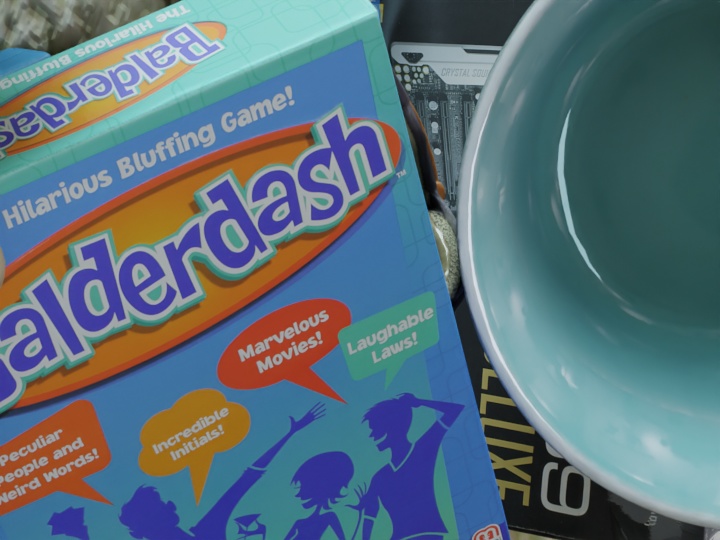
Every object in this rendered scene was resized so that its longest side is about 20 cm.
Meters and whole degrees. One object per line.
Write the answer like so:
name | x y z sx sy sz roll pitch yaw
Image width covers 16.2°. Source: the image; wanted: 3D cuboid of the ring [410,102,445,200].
ring | -0.027 0.026 0.827 0.200 0.019 0.200 -30 128 -47

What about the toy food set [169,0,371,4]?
toy food set | -0.027 -0.170 0.790 0.144 0.060 0.200 -66 150 -25

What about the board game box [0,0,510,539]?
board game box | -0.050 0.028 0.698 0.152 0.045 0.200 -25 130 -10

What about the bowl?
bowl | 0.125 -0.028 0.803 0.105 0.201 0.201 -102 -165 -77

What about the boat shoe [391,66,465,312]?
boat shoe | 0.000 0.000 0.776 0.072 0.065 0.200 -51 142 -28

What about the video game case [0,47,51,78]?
video game case | -0.126 0.052 0.718 0.143 0.018 0.200 -34 128 -54

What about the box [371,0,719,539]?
box | 0.068 -0.006 0.920 0.050 0.158 0.200 -18 115 -60

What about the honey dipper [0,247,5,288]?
honey dipper | -0.116 0.081 0.641 0.038 0.038 0.200 -22 133 -59
